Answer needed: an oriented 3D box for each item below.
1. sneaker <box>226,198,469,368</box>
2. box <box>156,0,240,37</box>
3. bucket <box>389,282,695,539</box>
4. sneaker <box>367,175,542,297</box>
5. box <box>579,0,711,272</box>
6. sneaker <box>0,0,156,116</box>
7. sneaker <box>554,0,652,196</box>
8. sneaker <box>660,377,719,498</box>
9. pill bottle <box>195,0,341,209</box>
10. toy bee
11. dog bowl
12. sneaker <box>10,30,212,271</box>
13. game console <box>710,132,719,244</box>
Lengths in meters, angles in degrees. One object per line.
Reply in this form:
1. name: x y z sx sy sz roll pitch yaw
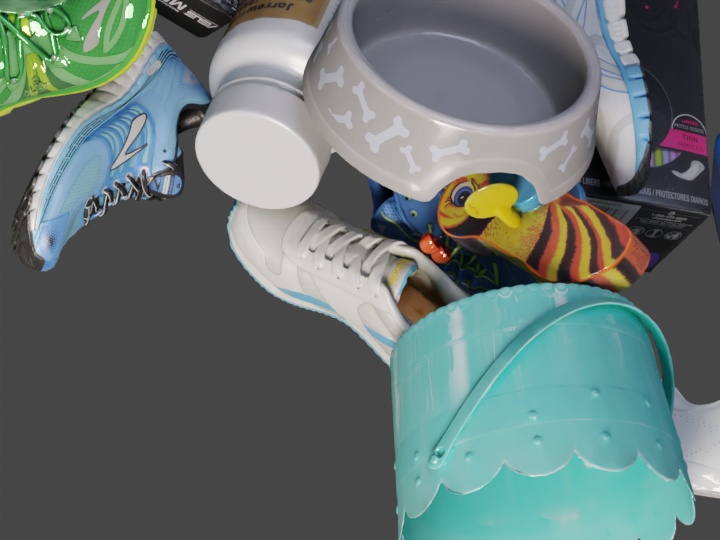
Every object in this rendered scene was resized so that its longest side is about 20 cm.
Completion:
1. sneaker: 0.000 0.000 1.236 0.199 0.081 0.077 33 61 -1
2. box: -0.164 -0.297 1.293 0.199 0.047 0.195 26 55 -37
3. bucket: 0.113 0.108 1.163 0.205 0.207 0.136 3 60 -19
4. sneaker: 0.064 -0.013 1.273 0.104 0.076 0.201 -16 66 -25
5. box: 0.184 -0.116 1.343 0.121 0.106 0.202 8 63 -15
6. sneaker: -0.219 -0.147 1.166 0.083 0.199 0.075 4 64 -67
7. sneaker: 0.151 -0.139 1.253 0.086 0.075 0.202 -9 64 -4
8. sneaker: 0.289 0.121 1.234 0.198 0.075 0.089 10 82 21
9. pill bottle: -0.043 -0.144 1.252 0.114 0.115 0.201 26 50 -7
10. toy bee: 0.100 -0.032 1.203 0.109 0.200 0.131 -47 121 6
11. dog bowl: 0.065 -0.126 1.151 0.198 0.059 0.201 9 44 -9
12. sneaker: -0.162 -0.074 1.214 0.090 0.078 0.201 36 59 -5
13. game console: 0.339 0.006 1.342 0.117 0.171 0.202 -11 67 4
